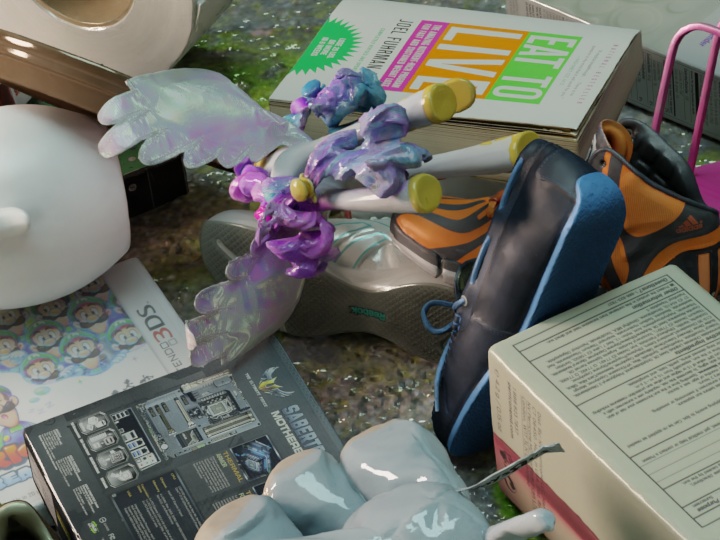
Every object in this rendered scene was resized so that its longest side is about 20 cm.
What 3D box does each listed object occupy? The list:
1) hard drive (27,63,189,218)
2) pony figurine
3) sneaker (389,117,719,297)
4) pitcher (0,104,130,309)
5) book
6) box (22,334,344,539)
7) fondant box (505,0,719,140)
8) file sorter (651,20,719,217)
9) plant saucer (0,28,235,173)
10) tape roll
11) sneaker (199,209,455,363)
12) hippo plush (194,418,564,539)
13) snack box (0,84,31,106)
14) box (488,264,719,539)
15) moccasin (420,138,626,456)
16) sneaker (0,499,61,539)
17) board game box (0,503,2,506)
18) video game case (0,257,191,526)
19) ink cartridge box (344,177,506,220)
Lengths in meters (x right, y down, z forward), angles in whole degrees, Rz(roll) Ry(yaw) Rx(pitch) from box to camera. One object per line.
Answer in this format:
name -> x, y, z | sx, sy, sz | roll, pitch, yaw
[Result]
hard drive -> -0.229, -0.059, 1.729 | 0.200, 0.038, 0.140 | -24, 42, -18
pony figurine -> -0.027, -0.050, 1.481 | 0.200, 0.167, 0.193 | -11, 9, 40
sneaker -> 0.115, -0.040, 1.515 | 0.199, 0.112, 0.078 | 13, 30, 17
pitcher -> -0.237, -0.027, 1.568 | 0.199, 0.122, 0.172 | -12, 13, -13
book -> 0.061, -0.115, 1.640 | 0.199, 0.048, 0.134 | 8, 39, 20
box -> -0.075, 0.138, 1.432 | 0.157, 0.051, 0.200 | -21, 48, -16
fondant box -> 0.218, -0.169, 1.770 | 0.200, 0.058, 0.144 | 27, 50, 34
file sorter -> 0.278, -0.086, 1.551 | 0.139, 0.126, 0.200 | 28, 28, 35
plant saucer -> -0.148, -0.102, 1.625 | 0.200, 0.200, 0.030 | 20, 89, 30
tape roll -> -0.180, -0.225, 1.796 | 0.202, 0.203, 0.071 | 14, 43, 25
sneaker -> 0.000, 0.000, 1.600 | 0.200, 0.071, 0.080 | 15, 38, 15
hippo plush -> 0.026, 0.175, 1.309 | 0.199, 0.161, 0.159 | -15, 20, 13
snack box -> -0.311, -0.108, 1.768 | 0.199, 0.024, 0.072 | -11, 21, 16
box -> 0.173, 0.107, 1.396 | 0.128, 0.109, 0.200 | -23, 41, -20
moccasin -> 0.087, 0.013, 1.464 | 0.080, 0.200, 0.068 | -9, 46, -44
sneaker -> -0.171, 0.204, 1.365 | 0.070, 0.076, 0.200 | -14, 39, -8
board game box -> -0.303, 0.147, 1.460 | 0.199, 0.048, 0.102 | 13, 61, 24
video game case -> -0.188, 0.079, 1.562 | 0.199, 0.024, 0.182 | -22, 41, -16
ink cartridge box -> 0.039, -0.095, 1.701 | 0.116, 0.068, 0.200 | -9, 39, -1
